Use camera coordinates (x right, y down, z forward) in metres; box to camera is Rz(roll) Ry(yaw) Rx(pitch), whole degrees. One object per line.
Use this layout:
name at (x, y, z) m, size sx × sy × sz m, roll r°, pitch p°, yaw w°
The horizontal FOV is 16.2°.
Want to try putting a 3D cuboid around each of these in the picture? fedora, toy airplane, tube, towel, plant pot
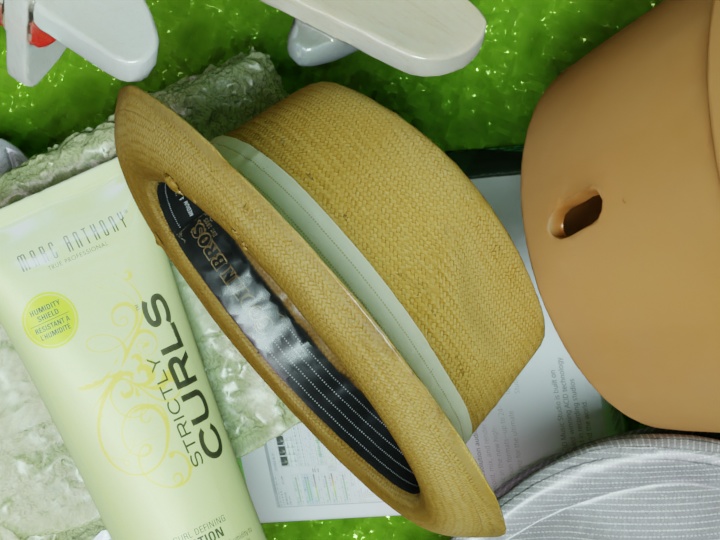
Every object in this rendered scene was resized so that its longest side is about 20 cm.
fedora at (0.098, 0.121, 0.905) m, size 0.200 × 0.177 × 0.090 m, roll 0°, pitch 150°, yaw 22°
toy airplane at (-0.065, -0.146, 0.901) m, size 0.199 × 0.141 × 0.201 m, roll -12°, pitch 78°, yaw 2°
tube at (-0.080, 0.062, 0.940) m, size 0.052 × 0.058 × 0.200 m, roll -17°, pitch 98°, yaw 31°
towel at (-0.090, 0.016, 0.975) m, size 0.200 × 0.036 × 0.149 m, roll -29°, pitch 99°, yaw 9°
fedora at (0.000, 0.000, 0.871) m, size 0.082 × 0.201 × 0.201 m, roll -40°, pitch 99°, yaw -12°
plant pot at (0.150, -0.024, 0.874) m, size 0.140 × 0.200 × 0.200 m, roll -17°, pitch 107°, yaw 38°

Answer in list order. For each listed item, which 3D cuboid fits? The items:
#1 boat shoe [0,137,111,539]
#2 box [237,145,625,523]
boat shoe at (-0.141, 0.043, 1.037) m, size 0.072 × 0.071 × 0.201 m, roll -10°, pitch 96°, yaw 0°
box at (0.000, 0.028, 1.014) m, size 0.199 × 0.036 × 0.145 m, roll -5°, pitch 110°, yaw 16°
